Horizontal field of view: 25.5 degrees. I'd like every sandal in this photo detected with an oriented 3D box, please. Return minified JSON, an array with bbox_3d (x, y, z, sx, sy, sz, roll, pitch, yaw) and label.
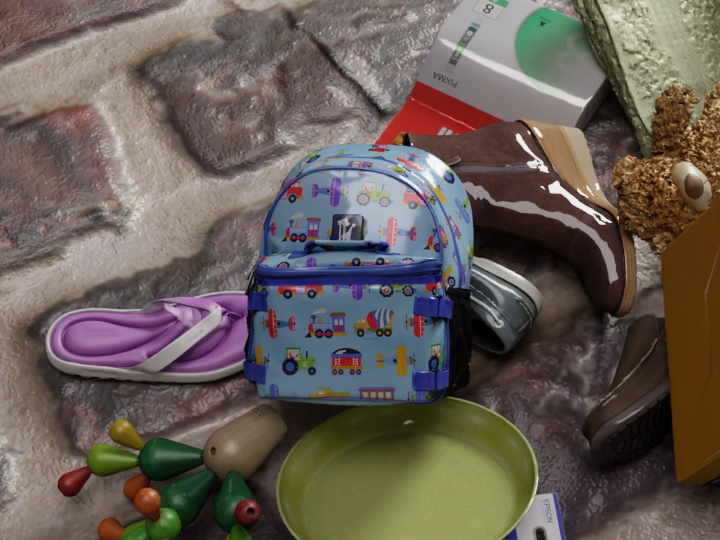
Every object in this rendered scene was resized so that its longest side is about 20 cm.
[{"bbox_3d":[-0.163,0.052,1.323,0.203,0.050,0.083,-8,58,-2],"label":"sandal"}]

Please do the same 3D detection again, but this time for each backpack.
[{"bbox_3d":[0.000,0.000,1.247,0.182,0.135,0.200,5,94,13],"label":"backpack"}]

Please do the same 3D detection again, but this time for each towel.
[{"bbox_3d":[0.280,-0.203,1.425,0.148,0.036,0.200,-17,77,-19],"label":"towel"}]

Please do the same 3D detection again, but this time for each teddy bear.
[{"bbox_3d":[0.290,-0.088,1.327,0.067,0.145,0.200,5,11,42],"label":"teddy bear"}]

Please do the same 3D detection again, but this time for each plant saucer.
[{"bbox_3d":[0.036,0.169,1.216,0.200,0.031,0.200,-5,35,4],"label":"plant saucer"}]

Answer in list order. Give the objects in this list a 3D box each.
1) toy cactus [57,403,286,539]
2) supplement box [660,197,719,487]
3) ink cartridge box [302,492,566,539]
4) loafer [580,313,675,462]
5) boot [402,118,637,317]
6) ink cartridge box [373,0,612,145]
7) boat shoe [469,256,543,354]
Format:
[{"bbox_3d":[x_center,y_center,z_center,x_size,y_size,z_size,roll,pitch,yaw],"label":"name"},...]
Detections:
[{"bbox_3d":[-0.129,0.157,1.219,0.165,0.102,0.200,-41,34,-27],"label":"toy cactus"},{"bbox_3d":[0.350,0.060,1.195,0.200,0.133,0.197,9,63,-15],"label":"supplement box"},{"bbox_3d":[0.058,0.228,1.209,0.200,0.037,0.095,-8,57,1],"label":"ink cartridge box"},{"bbox_3d":[0.238,0.077,1.278,0.071,0.073,0.200,36,56,27],"label":"loafer"},{"bbox_3d":[0.130,-0.040,1.330,0.166,0.072,0.200,-5,57,-17],"label":"boot"},{"bbox_3d":[0.126,-0.159,1.442,0.161,0.050,0.200,27,61,19],"label":"ink cartridge box"},{"bbox_3d":[0.051,0.010,1.326,0.200,0.073,0.062,23,58,11],"label":"boat shoe"}]
